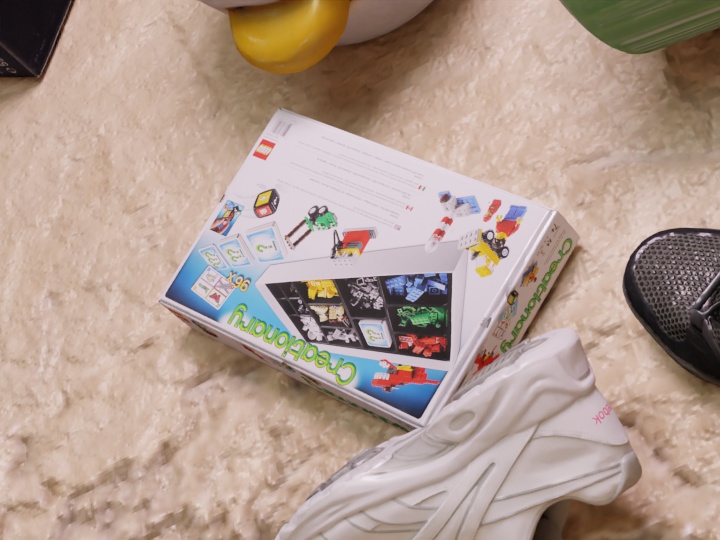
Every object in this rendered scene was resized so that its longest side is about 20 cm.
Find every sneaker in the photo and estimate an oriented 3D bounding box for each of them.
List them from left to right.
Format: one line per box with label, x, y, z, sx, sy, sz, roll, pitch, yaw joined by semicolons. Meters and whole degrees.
sneaker;0.041;0.115;0.952;0.200;0.078;0.100;-37;87;32
sneaker;0.179;0.017;0.898;0.076;0.114;0.199;-47;46;-4

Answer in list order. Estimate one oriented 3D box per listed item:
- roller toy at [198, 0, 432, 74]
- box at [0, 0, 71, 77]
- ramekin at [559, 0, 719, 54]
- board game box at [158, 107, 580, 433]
roller toy;-0.036;-0.220;1.137;0.182;0.139;0.201;37;102;30
box;-0.306;-0.215;1.299;0.197;0.200;0.124;4;65;35
ramekin;0.138;-0.203;1.010;0.097;0.200;0.201;-22;52;29
board game box;0.000;0.000;1.075;0.199;0.035;0.127;24;77;40
